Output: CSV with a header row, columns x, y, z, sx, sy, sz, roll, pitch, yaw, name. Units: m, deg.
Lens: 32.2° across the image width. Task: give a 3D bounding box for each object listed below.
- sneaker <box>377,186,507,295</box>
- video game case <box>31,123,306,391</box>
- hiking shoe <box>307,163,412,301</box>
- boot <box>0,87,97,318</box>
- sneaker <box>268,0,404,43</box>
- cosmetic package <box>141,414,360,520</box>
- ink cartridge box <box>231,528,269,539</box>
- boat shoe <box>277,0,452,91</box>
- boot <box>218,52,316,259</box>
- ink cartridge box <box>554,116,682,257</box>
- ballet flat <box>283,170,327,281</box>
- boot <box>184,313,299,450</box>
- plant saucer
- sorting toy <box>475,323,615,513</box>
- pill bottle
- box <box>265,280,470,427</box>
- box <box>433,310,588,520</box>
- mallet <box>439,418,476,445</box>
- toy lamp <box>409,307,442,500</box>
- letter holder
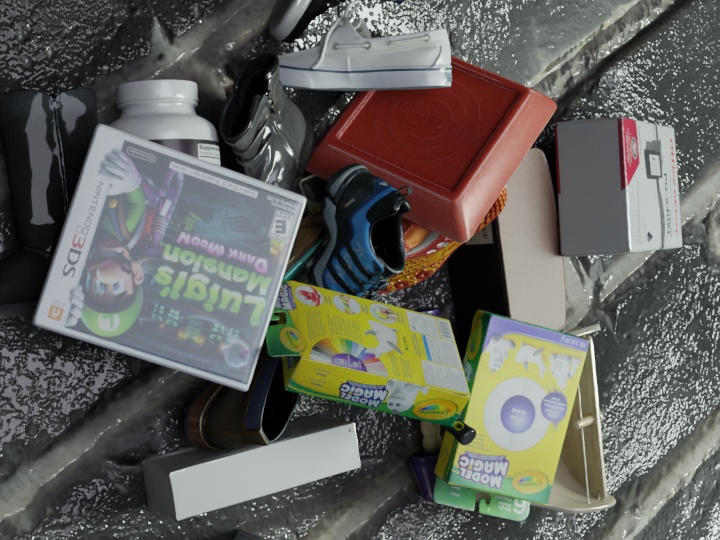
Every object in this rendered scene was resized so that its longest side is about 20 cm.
x,y,z,sx,sy,sz,roll,pitch,yaw,name
0.064,-0.046,1.305,0.199,0.078,0.073,-37,146,11,sneaker
-0.165,-0.010,1.099,0.198,0.023,0.184,19,85,-15,video game case
0.000,0.000,1.226,0.074,0.086,0.202,-26,131,-40,hiking shoe
-0.307,-0.061,1.120,0.163,0.065,0.203,-5,94,-38,boot
-0.005,-0.296,1.294,0.111,0.073,0.201,36,70,-22,sneaker
-0.105,0.191,1.219,0.198,0.082,0.051,-11,94,-29,cosmetic package
-0.033,0.337,1.188,0.175,0.199,0.084,38,70,-22,ink cartridge box
-0.008,-0.225,1.246,0.199,0.075,0.087,1,95,12,boat shoe
-0.105,-0.095,1.194,0.132,0.069,0.202,58,37,-60,boot
0.293,-0.093,1.403,0.199,0.082,0.147,-6,92,-59,ink cartridge box
-0.047,-0.056,1.276,0.200,0.068,0.072,-42,88,-24,ballet flat
-0.079,0.097,1.213,0.075,0.096,0.201,55,53,-32,boot
0.070,-0.148,1.273,0.201,0.198,0.037,-54,157,-25,plant saucer
0.174,0.169,1.353,0.178,0.106,0.203,-9,96,-34,sorting toy
-0.184,-0.071,1.165,0.111,0.112,0.203,-4,90,-29,pill bottle
-0.002,0.076,1.177,0.198,0.118,0.049,17,122,-19,box
0.151,0.153,1.278,0.116,0.048,0.203,14,93,-15,box
0.058,0.113,1.253,0.066,0.199,0.041,-38,130,-22,mallet
0.073,0.143,1.337,0.058,0.058,0.203,-7,92,-29,toy lamp
0.179,-0.031,1.378,0.141,0.100,0.203,-9,93,-31,letter holder
